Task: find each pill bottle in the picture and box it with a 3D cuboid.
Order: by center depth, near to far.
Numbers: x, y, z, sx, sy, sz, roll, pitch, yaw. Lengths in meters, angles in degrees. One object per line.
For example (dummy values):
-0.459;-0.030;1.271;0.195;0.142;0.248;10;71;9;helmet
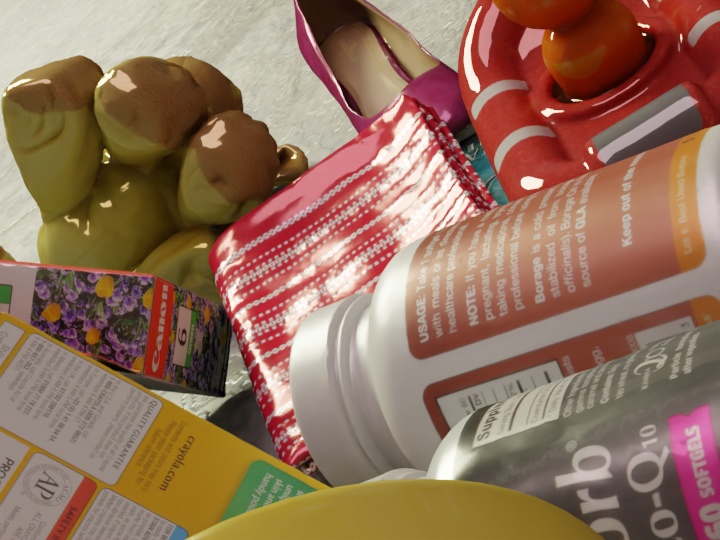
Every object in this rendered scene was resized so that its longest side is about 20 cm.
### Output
0.091;0.084;0.577;0.200;0.116;0.116;-23;28;26;pill bottle
0.076;0.026;0.700;0.200;0.112;0.112;-20;30;31;pill bottle

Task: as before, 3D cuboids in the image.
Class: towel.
0.000;0.000;0.876;0.144;0.022;0.200;-36;32;6;towel

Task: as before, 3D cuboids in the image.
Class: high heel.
0.005;-0.117;1.033;0.067;0.096;0.200;-38;19;-8;high heel

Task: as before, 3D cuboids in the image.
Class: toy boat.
0.098;-0.101;0.802;0.130;0.131;0.200;-31;28;8;toy boat

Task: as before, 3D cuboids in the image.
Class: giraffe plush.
-0.109;-0.055;1.068;0.200;0.172;0.162;-61;-4;37;giraffe plush

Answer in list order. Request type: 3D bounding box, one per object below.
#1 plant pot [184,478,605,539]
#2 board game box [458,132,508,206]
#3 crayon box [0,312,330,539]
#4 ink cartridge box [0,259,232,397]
0.019;0.183;0.431;0.201;0.201;0.189;-35;40;3;plant pot
0.067;-0.030;0.905;0.200;0.028;0.135;-29;26;16;board game box
-0.087;0.117;0.721;0.126;0.200;0.052;-62;-1;-43;crayon box
-0.139;0.024;0.869;0.109;0.200;0.051;5;82;13;ink cartridge box
